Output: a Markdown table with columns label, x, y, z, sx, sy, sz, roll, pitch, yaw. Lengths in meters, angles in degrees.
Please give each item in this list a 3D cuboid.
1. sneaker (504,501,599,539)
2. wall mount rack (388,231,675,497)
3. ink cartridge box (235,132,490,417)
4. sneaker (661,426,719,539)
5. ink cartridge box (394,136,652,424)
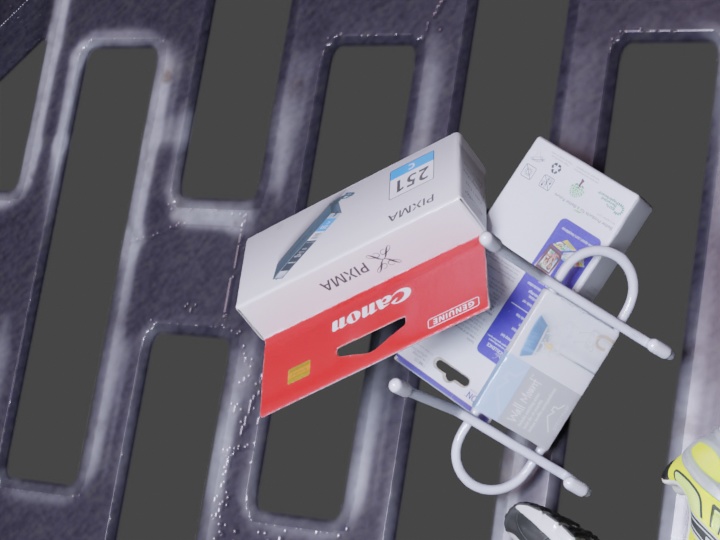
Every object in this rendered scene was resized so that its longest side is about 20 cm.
| label | x | y | z | sx | sy | sz | roll | pitch | yaw |
| --- | --- | --- | --- | --- | --- | --- | --- | --- | --- |
| sneaker | 0.161 | 0.237 | 1.210 | 0.080 | 0.074 | 0.200 | -51 | 59 | 9 |
| wall mount rack | 0.115 | 0.062 | 1.237 | 0.200 | 0.174 | 0.075 | -59 | 16 | 2 |
| ink cartridge box | 0.000 | 0.000 | 1.328 | 0.200 | 0.045 | 0.176 | -27 | 32 | 20 |
| sneaker | 0.259 | 0.200 | 1.177 | 0.076 | 0.075 | 0.200 | -29 | 54 | 26 |
| ink cartridge box | 0.119 | 0.010 | 1.316 | 0.099 | 0.039 | 0.200 | 36 | 92 | 30 |
